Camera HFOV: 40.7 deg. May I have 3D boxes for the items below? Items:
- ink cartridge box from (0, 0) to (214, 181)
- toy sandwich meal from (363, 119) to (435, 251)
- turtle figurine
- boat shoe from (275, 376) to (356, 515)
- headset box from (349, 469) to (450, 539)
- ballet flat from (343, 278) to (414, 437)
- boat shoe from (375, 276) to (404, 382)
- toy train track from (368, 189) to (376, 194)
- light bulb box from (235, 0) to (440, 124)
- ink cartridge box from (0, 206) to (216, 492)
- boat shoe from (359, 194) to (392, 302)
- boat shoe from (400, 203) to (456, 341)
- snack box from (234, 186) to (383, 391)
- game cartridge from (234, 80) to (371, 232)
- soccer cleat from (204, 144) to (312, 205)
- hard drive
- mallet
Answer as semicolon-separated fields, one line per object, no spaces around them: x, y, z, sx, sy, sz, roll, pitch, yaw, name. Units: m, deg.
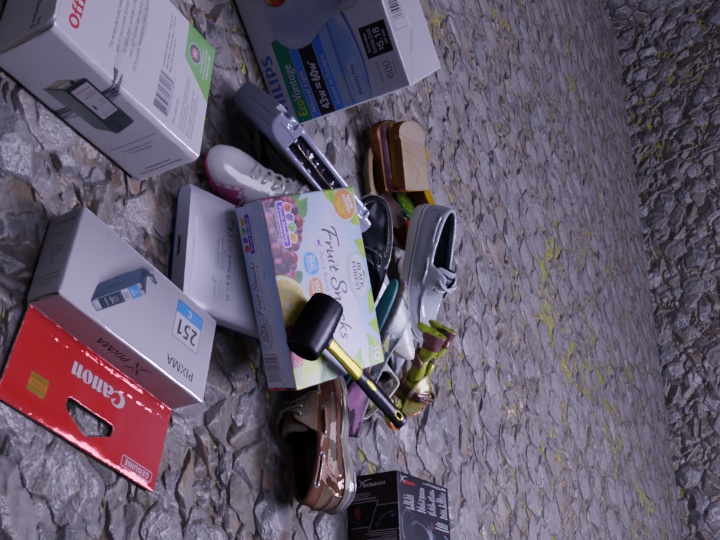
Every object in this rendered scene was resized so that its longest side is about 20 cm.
-0.235;-0.207;0.919;0.200;0.083;0.148;44;40;-47;ink cartridge box
0.071;-0.132;1.490;0.205;0.069;0.209;38;45;-51;toy sandwich meal
0.065;0.148;1.266;0.199;0.064;0.163;5;114;-55;turtle figurine
-0.056;0.171;1.093;0.071;0.075;0.203;15;52;-44;boat shoe
0.054;0.366;1.210;0.148;0.074;0.204;32;50;-54;headset box
0.023;0.112;1.188;0.070;0.069;0.202;30;83;-10;ballet flat
0.009;0.058;1.279;0.203;0.069;0.072;66;25;-24;boat shoe
-0.027;-0.086;1.328;0.200;0.032;0.116;48;45;-34;toy train track
-0.031;-0.311;1.238;0.125;0.197;0.201;-41;113;-59;light bulb box
-0.215;0.074;0.867;0.200;0.044;0.179;47;37;-43;ink cartridge box
-0.002;-0.001;1.209;0.066;0.073;0.203;156;-44;-80;boat shoe
0.105;0.004;1.431;0.069;0.071;0.205;7;88;-52;boat shoe
-0.053;0.017;1.068;0.141;0.052;0.204;-13;93;-47;snack box
-0.071;-0.137;1.173;0.200;0.041;0.133;49;0;-38;game cartridge
-0.096;-0.089;1.126;0.200;0.085;0.071;42;44;-48;soccer cleat
-0.123;0.003;1.062;0.199;0.025;0.134;26;57;-46;hard drive
-0.003;0.099;1.049;0.200;0.041;0.067;43;61;-38;mallet
